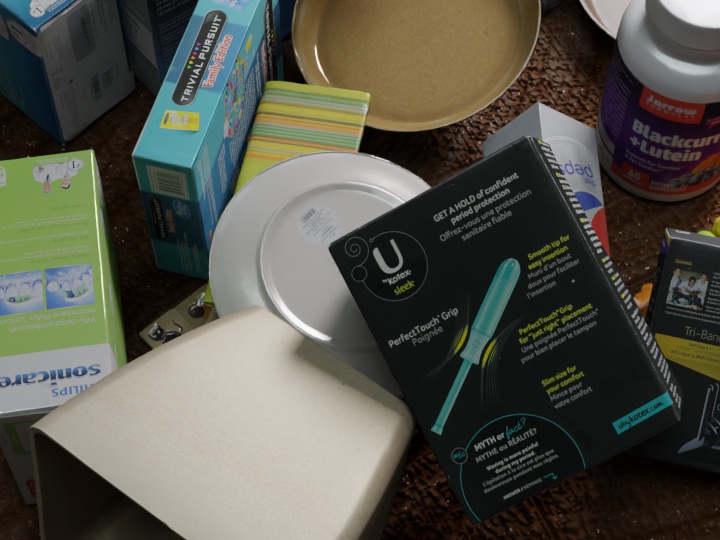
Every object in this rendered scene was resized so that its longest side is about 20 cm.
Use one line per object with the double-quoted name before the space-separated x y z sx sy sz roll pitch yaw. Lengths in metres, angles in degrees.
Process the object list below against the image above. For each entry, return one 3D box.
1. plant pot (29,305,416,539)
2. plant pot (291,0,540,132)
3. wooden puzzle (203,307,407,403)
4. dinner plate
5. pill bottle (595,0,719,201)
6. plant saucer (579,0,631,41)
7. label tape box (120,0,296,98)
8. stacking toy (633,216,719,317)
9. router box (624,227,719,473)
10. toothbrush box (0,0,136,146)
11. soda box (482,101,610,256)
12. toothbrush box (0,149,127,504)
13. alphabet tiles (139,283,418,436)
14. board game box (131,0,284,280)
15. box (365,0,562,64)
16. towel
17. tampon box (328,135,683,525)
"plant pot" -0.074 0.146 0.982 0.200 0.200 0.177 33 55 16
"plant pot" 0.045 -0.196 1.222 0.200 0.027 0.200 -3 69 9
"wooden puzzle" 0.000 0.000 1.142 0.185 0.046 0.200 19 58 10
"dinner plate" -0.008 -0.001 1.093 0.200 0.024 0.200 5 64 -10
"pill bottle" 0.244 -0.150 1.151 0.111 0.200 0.111 0 59 0
"plant saucer" 0.278 -0.246 1.309 0.200 0.032 0.200 1 60 -1
"label tape box" -0.123 -0.240 1.202 0.143 0.200 0.066 -34 63 -19
"stacking toy" 0.267 0.006 1.127 0.200 0.110 0.116 -22 78 1
"router box" 0.293 0.068 1.057 0.200 0.052 0.157 12 101 6
"toothbrush box" -0.283 -0.219 1.221 0.200 0.146 0.085 37 65 21
"soda box" 0.141 -0.022 1.139 0.063 0.068 0.200 21 52 -32
"toothbrush box" -0.210 0.040 1.065 0.086 0.146 0.200 -9 60 -6
"alphabet tiles" -0.062 0.082 1.122 0.166 0.006 0.200 -39 67 -21
"board game box" -0.111 -0.117 1.158 0.047 0.151 0.200 13 59 8
"box" 0.055 -0.264 1.306 0.158 0.050 0.200 -39 67 -21
"towel" -0.053 -0.054 1.142 0.086 0.018 0.200 8 62 9
"tampon box" 0.099 0.035 0.995 0.150 0.126 0.200 -28 86 12
